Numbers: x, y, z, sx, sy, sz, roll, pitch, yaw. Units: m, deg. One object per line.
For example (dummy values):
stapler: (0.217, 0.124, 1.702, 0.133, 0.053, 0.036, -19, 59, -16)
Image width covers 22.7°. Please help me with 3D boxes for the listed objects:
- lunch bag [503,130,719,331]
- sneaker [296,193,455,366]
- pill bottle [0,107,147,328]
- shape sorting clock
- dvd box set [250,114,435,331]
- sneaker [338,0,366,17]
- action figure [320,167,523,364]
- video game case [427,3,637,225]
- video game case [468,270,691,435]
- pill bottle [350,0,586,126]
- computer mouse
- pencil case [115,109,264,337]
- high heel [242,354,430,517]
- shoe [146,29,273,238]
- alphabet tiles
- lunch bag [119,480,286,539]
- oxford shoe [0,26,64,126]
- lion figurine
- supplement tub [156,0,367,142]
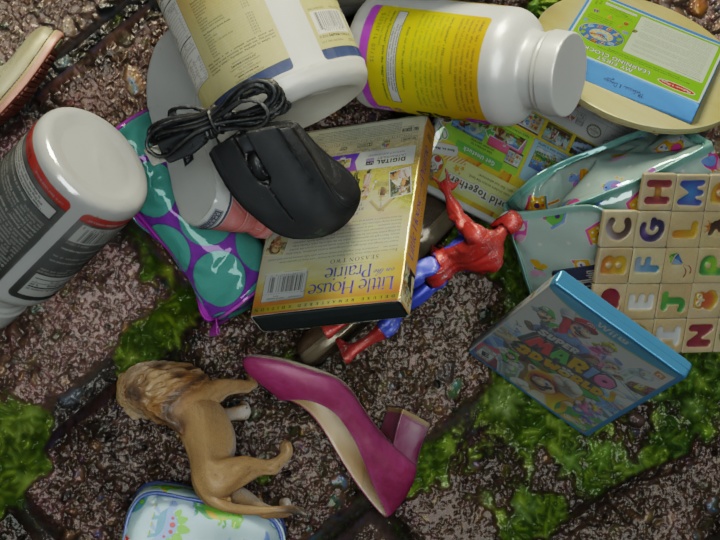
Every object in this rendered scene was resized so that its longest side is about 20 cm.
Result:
lunch bag: (0.240, -0.023, 1.634, 0.199, 0.122, 0.171, -24, 117, -5)
sneaker: (0.000, 0.000, 1.666, 0.076, 0.070, 0.200, 44, 80, 8)
pill bottle: (-0.287, -0.041, 1.569, 0.116, 0.116, 0.200, 47, 121, -4)
shape sorting clock: (0.253, -0.189, 1.637, 0.198, 0.201, 0.039, 13, 128, -5)
dvd box set: (-0.013, -0.043, 1.594, 0.145, 0.029, 0.201, -8, 54, 23)
sneaker: (-0.070, -0.227, 1.650, 0.198, 0.077, 0.083, -6, 94, 6)
action figure: (0.050, -0.010, 1.600, 0.199, 0.099, 0.065, -30, 133, 5)
video game case: (0.165, -0.123, 1.673, 0.199, 0.023, 0.183, 25, 88, -19)
video game case: (0.193, 0.079, 1.616, 0.143, 0.200, 0.018, 36, 63, -4)
pill bottle: (0.093, -0.183, 1.574, 0.199, 0.104, 0.105, 11, 90, 29)
computer mouse: (-0.075, -0.075, 1.498, 0.138, 0.200, 0.053, -20, 52, 29)
pencil case: (-0.163, -0.045, 1.633, 0.092, 0.085, 0.200, -41, 93, -23)
high heel: (-0.032, 0.149, 1.647, 0.199, 0.067, 0.097, 27, 78, -26)
shoe: (-0.128, -0.121, 1.608, 0.071, 0.091, 0.201, -32, 60, 34)
alphabet tiles: (0.297, -0.005, 1.592, 0.198, 0.006, 0.168, 0, 109, -20)
lunch bag: (-0.152, 0.303, 1.640, 0.159, 0.082, 0.202, 11, 90, -4)
oxford shoe: (-0.353, -0.157, 1.623, 0.074, 0.071, 0.200, 44, 87, -2)
lion figurine: (-0.136, 0.154, 1.612, 0.122, 0.200, 0.073, -5, 134, -32)
supplement tub: (-0.093, -0.223, 1.535, 0.144, 0.144, 0.201, -23, 83, -4)
